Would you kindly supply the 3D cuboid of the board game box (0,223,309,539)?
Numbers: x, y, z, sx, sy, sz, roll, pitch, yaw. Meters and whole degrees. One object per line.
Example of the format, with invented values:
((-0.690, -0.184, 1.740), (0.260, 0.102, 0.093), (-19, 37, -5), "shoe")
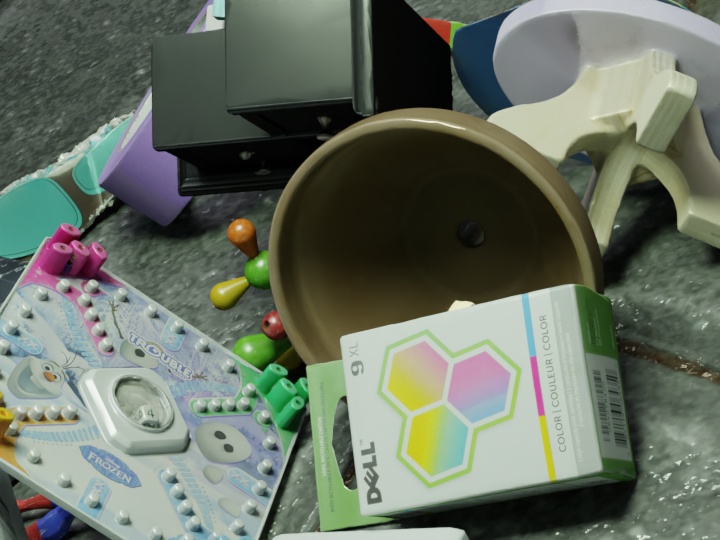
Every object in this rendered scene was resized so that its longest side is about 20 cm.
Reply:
((-0.130, 0.078, 1.195), (0.026, 0.200, 0.200), (-50, 11, 33), "board game box")

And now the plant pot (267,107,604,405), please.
((0.054, -0.007, 1.197), (0.201, 0.201, 0.093), (-13, 14, 26), "plant pot")

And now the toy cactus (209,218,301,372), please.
((0.000, 0.000, 1.348), (0.165, 0.102, 0.200), (12, 35, 37), "toy cactus")

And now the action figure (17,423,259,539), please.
((-0.155, 0.133, 1.288), (0.200, 0.052, 0.065), (-16, 26, 16), "action figure")

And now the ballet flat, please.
((-0.246, -0.061, 1.707), (0.200, 0.072, 0.072), (-35, 28, -19), "ballet flat")

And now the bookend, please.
((-0.058, -0.115, 1.286), (0.198, 0.092, 0.200), (-4, -9, 15), "bookend")

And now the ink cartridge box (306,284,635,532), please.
((0.047, 0.081, 1.125), (0.200, 0.104, 0.059), (-13, -14, 26), "ink cartridge box")

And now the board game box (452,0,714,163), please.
((0.161, -0.145, 1.340), (0.200, 0.158, 0.039), (-16, 46, 44), "board game box")

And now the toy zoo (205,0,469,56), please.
((-0.017, -0.170, 1.410), (0.200, 0.020, 0.131), (3, 3, -36), "toy zoo")

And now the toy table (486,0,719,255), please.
((0.173, -0.084, 1.253), (0.200, 0.184, 0.117), (13, 47, 4), "toy table")

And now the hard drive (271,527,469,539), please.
((-0.034, 0.215, 1.056), (0.132, 0.027, 0.200), (-7, 34, 35), "hard drive")

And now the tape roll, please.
((-0.131, -0.136, 1.611), (0.200, 0.066, 0.200), (-54, 12, 18), "tape roll")

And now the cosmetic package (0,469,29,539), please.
((-0.291, 0.184, 1.138), (0.200, 0.123, 0.200), (-22, 56, -3), "cosmetic package")

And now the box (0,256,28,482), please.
((-0.316, 0.086, 1.436), (0.200, 0.118, 0.197), (-40, 30, -27), "box")
